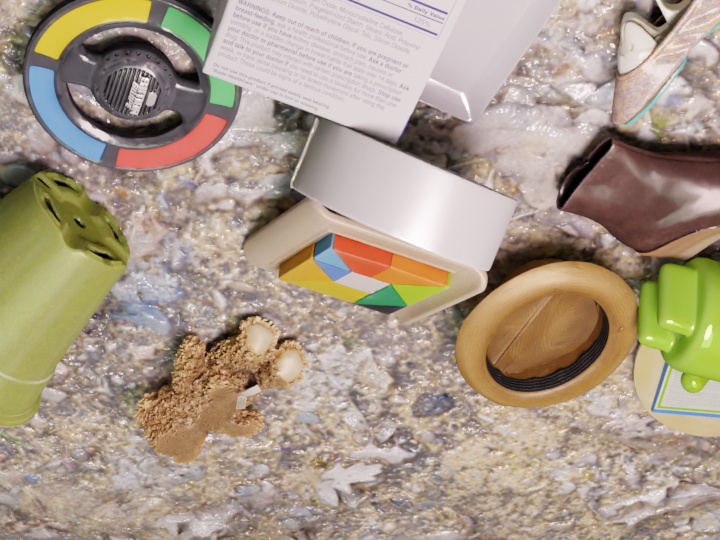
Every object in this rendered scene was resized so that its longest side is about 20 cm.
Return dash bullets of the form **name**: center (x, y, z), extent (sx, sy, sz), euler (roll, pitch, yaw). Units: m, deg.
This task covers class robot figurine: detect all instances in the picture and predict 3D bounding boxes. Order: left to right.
- **robot figurine**: center (0.379, 0.057, 1.543), extent (0.197, 0.117, 0.176), euler (15, 150, -13)

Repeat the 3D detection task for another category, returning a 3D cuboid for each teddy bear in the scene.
- **teddy bear**: center (-0.150, 0.122, 1.657), extent (0.144, 0.067, 0.201), euler (20, 123, -32)

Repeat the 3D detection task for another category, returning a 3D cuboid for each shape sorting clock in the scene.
- **shape sorting clock**: center (0.396, 0.101, 1.674), extent (0.197, 0.039, 0.202), euler (0, 129, 0)

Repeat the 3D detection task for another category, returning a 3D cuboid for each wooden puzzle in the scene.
- **wooden puzzle**: center (0.000, 0.000, 1.507), extent (0.198, 0.038, 0.185), euler (23, 158, -20)

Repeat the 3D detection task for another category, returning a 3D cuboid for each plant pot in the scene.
- **plant pot**: center (-0.326, 0.010, 1.470), extent (0.190, 0.201, 0.199), euler (-43, 123, 16)

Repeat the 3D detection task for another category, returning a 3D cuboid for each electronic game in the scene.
- **electronic game**: center (-0.205, -0.170, 1.387), extent (0.197, 0.042, 0.202), euler (-2, 133, -2)

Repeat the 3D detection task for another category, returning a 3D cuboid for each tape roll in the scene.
- **tape roll**: center (0.038, -0.070, 1.384), extent (0.200, 0.202, 0.072), euler (21, 97, -21)

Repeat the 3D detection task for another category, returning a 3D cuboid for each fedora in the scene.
- **fedora**: center (0.187, 0.051, 1.589), extent (0.197, 0.082, 0.203), euler (-4, 129, -5)

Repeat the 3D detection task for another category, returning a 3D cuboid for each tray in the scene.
- **tray**: center (0.107, -0.225, 1.367), extent (0.106, 0.022, 0.201), euler (21, 129, -20)

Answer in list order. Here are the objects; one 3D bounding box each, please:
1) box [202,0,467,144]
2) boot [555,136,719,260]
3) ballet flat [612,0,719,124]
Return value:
- **box**: center (-0.014, -0.237, 1.279), extent (0.182, 0.106, 0.201), euler (19, 130, -11)
- **boot**: center (0.305, -0.089, 1.467), extent (0.165, 0.073, 0.200), euler (22, 133, -26)
- **ballet flat**: center (0.272, -0.218, 1.352), extent (0.067, 0.068, 0.200), euler (33, 117, -15)
